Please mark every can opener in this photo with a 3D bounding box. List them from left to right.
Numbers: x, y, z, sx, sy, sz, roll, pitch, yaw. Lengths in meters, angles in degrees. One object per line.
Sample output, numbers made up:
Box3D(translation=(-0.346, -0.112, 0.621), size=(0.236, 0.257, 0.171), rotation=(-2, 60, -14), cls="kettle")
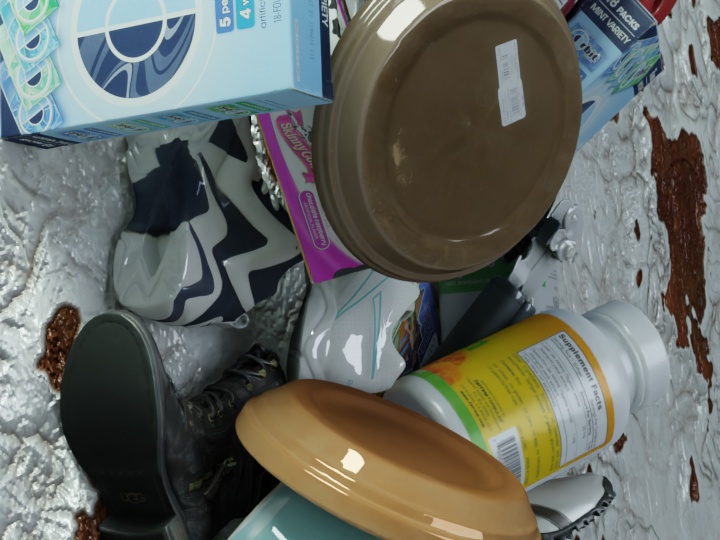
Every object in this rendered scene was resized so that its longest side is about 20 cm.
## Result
Box3D(translation=(0.103, 0.023, 1.212), size=(0.201, 0.066, 0.053), rotation=(-56, 145, -6), cls="can opener")

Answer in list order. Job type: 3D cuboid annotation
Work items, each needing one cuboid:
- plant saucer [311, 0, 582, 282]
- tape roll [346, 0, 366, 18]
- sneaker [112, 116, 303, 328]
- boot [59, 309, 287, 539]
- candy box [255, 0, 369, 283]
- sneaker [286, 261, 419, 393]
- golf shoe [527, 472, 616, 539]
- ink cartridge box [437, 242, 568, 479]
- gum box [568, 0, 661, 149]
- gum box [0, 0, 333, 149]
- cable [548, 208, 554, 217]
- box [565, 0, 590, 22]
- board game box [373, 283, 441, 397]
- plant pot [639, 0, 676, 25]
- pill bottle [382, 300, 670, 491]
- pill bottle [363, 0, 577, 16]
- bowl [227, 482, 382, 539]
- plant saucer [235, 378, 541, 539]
Box3D(translation=(0.060, -0.086, 0.936), size=(0.199, 0.029, 0.202), rotation=(-13, 114, -32), cls="plant saucer")
Box3D(translation=(0.018, -0.157, 1.219), size=(0.202, 0.070, 0.204), rotation=(14, 73, -59), cls="tape roll")
Box3D(translation=(-0.085, -0.054, 1.020), size=(0.129, 0.079, 0.201), rotation=(30, 60, -56), cls="sneaker")
Box3D(translation=(-0.102, 0.089, 0.985), size=(0.174, 0.069, 0.202), rotation=(-42, 131, -54), cls="boot")
Box3D(translation=(-0.025, -0.103, 1.011), size=(0.200, 0.061, 0.137), rotation=(-97, 171, -60), cls="candy box")
Box3D(translation=(0.000, 0.000, 1.096), size=(0.071, 0.080, 0.202), rotation=(111, -12, -58), cls="sneaker")
Box3D(translation=(0.092, 0.172, 1.189), size=(0.078, 0.198, 0.095), rotation=(151, -77, -83), cls="golf shoe")
Box3D(translation=(0.119, 0.073, 1.307), size=(0.146, 0.083, 0.202), rotation=(12, 74, -75), cls="ink cartridge box")
Box3D(translation=(0.124, -0.101, 1.112), size=(0.045, 0.200, 0.170), rotation=(47, 6, 11), cls="gum box")
Box3D(translation=(-0.112, -0.165, 0.870), size=(0.044, 0.199, 0.172), rotation=(7, 79, -59), cls="gum box")
Box3D(translation=(0.146, 0.013, 1.425), size=(0.097, 0.050, 0.202), rotation=(22, 65, -55), cls="cable")
Box3D(translation=(0.141, -0.208, 1.174), size=(0.079, 0.200, 0.141), rotation=(40, 33, 7), cls="box")
Box3D(translation=(0.007, 0.077, 1.164), size=(0.201, 0.034, 0.136), rotation=(-61, 149, -44), cls="board game box")
Box3D(translation=(0.158, -0.256, 1.357), size=(0.182, 0.199, 0.202), rotation=(-42, 121, -45), cls="plant pot")
Box3D(translation=(0.124, 0.095, 1.148), size=(0.199, 0.111, 0.112), rotation=(-23, 107, -26), cls="pill bottle")
Box3D(translation=(0.091, -0.201, 1.003), size=(0.200, 0.114, 0.114), rotation=(-51, 140, 0), cls="pill bottle")
Box3D(translation=(-0.036, 0.202, 0.985), size=(0.105, 0.201, 0.201), rotation=(39, 33, 10), cls="bowl")
Box3D(translation=(0.022, 0.116, 0.954), size=(0.200, 0.199, 0.038), rotation=(9, 107, -59), cls="plant saucer")
